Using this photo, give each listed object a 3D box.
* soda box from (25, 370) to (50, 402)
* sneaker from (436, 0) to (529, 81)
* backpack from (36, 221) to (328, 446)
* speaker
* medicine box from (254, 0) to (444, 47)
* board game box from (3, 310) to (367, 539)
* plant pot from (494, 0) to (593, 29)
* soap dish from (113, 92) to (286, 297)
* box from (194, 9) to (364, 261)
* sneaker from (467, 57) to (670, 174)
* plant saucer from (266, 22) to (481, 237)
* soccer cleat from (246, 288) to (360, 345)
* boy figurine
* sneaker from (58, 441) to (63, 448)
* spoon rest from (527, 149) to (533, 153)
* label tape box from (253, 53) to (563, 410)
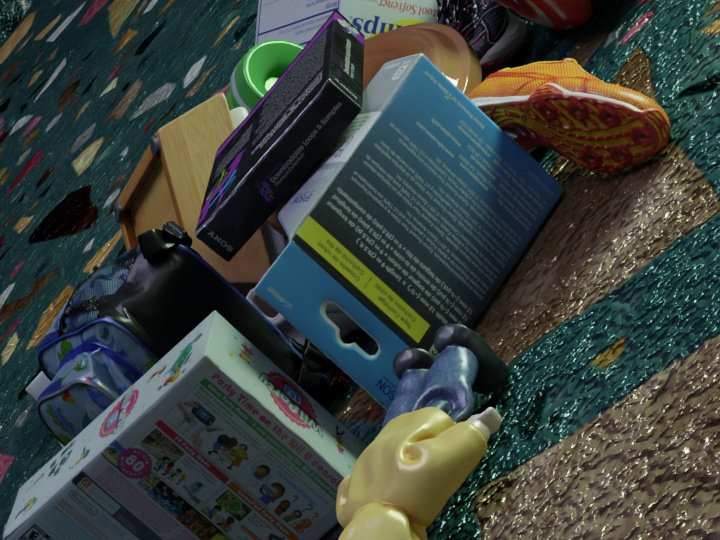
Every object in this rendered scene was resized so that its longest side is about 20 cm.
[{"bbox_3d":[-0.194,0.053,1.852,0.200,0.068,0.063,-48,-11,3],"label":"soda box"},{"bbox_3d":[0.089,-0.210,1.750,0.080,0.075,0.201,-37,23,30],"label":"sneaker"},{"bbox_3d":[-0.147,0.081,1.554,0.147,0.183,0.200,-55,16,-21],"label":"backpack"},{"bbox_3d":[-0.088,-0.105,1.832,0.089,0.088,0.200,-64,0,-38],"label":"speaker"},{"bbox_3d":[-0.008,-0.250,1.868,0.182,0.102,0.202,-4,81,64],"label":"medicine box"},{"bbox_3d":[-0.113,0.148,1.410,0.200,0.147,0.064,-41,18,20],"label":"board game box"},{"bbox_3d":[0.142,-0.294,1.623,0.183,0.200,0.200,-57,19,0],"label":"plant pot"},{"bbox_3d":[-0.131,-0.029,1.716,0.081,0.159,0.200,-10,-15,-22],"label":"soap dish"},{"bbox_3d":[-0.053,-0.097,1.501,0.143,0.036,0.200,-48,11,16],"label":"box"},{"bbox_3d":[0.139,-0.115,1.443,0.077,0.073,0.199,-44,30,-20],"label":"sneaker"},{"bbox_3d":[-0.001,-0.109,1.588,0.199,0.032,0.201,-30,33,22],"label":"plant saucer"},{"bbox_3d":[0.000,0.000,1.543,0.200,0.077,0.070,-36,23,32],"label":"soccer cleat"},{"bbox_3d":[0.035,0.120,1.264,0.124,0.064,0.201,-33,25,37],"label":"boy figurine"},{"bbox_3d":[-0.156,0.116,1.711,0.200,0.075,0.100,-38,45,22],"label":"sneaker"},{"bbox_3d":[0.080,-0.082,1.578,0.199,0.061,0.099,-34,22,3],"label":"spoon rest"},{"bbox_3d":[0.024,-0.021,1.430,0.201,0.143,0.066,-54,20,-15],"label":"label tape box"}]
